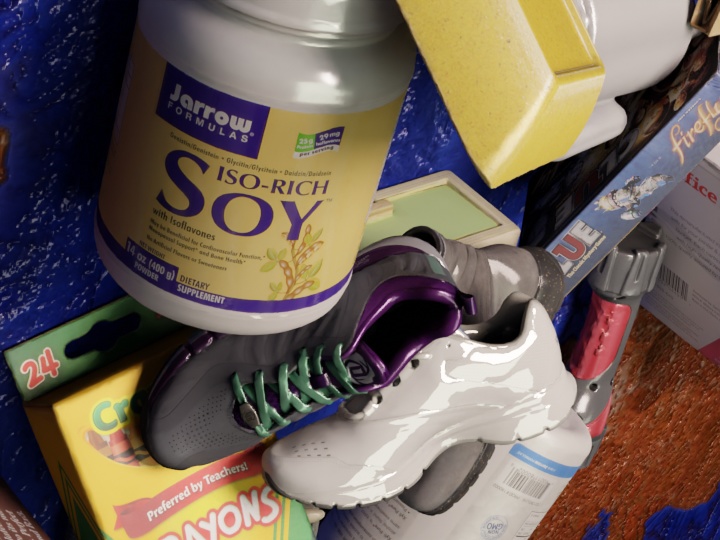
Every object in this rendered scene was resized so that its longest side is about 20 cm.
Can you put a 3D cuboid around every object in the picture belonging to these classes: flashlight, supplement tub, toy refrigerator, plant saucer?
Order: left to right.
[{"bbox_3d":[-0.053,-0.083,0.977,0.145,0.145,0.200,-14,134,-39],"label":"supplement tub"},{"bbox_3d":[0.000,0.000,1.180,0.200,0.076,0.070,-18,136,-35],"label":"toy refrigerator"},{"bbox_3d":[0.063,0.165,1.364,0.132,0.132,0.200,18,110,-54],"label":"supplement tub"},{"bbox_3d":[0.063,-0.149,0.945,0.048,0.200,0.200,-24,-179,19],"label":"plant saucer"},{"bbox_3d":[0.178,0.058,1.446,0.068,0.068,0.200,8,122,-8],"label":"flashlight"}]

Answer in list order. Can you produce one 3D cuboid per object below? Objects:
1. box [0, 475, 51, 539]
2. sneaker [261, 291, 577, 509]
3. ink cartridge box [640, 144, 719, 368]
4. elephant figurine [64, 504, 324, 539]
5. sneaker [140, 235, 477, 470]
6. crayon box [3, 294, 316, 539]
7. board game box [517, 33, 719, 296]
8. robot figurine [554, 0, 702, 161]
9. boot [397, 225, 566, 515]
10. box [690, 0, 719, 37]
[{"bbox_3d":[-0.271,0.220,1.020,0.200,0.166,0.164,-54,145,10],"label":"box"},{"bbox_3d":[0.029,0.073,1.099,0.200,0.075,0.087,-23,120,-17],"label":"sneaker"},{"bbox_3d":[0.291,-0.023,1.412,0.085,0.146,0.200,-33,144,-22],"label":"ink cartridge box"},{"bbox_3d":[-0.084,0.188,1.225,0.200,0.155,0.142,-21,100,-39],"label":"elephant figurine"},{"bbox_3d":[-0.032,0.051,1.036,0.200,0.088,0.074,-34,112,-4],"label":"sneaker"},{"bbox_3d":[-0.113,0.114,1.096,0.127,0.051,0.200,-27,102,-29],"label":"crayon box"},{"bbox_3d":[0.178,-0.081,1.211,0.200,0.035,0.136,-48,-166,31],"label":"board game box"},{"bbox_3d":[0.120,-0.153,1.125,0.200,0.113,0.170,-16,96,-38],"label":"robot figurine"},{"bbox_3d":[0.034,0.062,1.169,0.132,0.070,0.200,6,113,-42],"label":"boot"},{"bbox_3d":[0.276,-0.231,1.163,0.200,0.021,0.164,-20,132,-57],"label":"box"}]
